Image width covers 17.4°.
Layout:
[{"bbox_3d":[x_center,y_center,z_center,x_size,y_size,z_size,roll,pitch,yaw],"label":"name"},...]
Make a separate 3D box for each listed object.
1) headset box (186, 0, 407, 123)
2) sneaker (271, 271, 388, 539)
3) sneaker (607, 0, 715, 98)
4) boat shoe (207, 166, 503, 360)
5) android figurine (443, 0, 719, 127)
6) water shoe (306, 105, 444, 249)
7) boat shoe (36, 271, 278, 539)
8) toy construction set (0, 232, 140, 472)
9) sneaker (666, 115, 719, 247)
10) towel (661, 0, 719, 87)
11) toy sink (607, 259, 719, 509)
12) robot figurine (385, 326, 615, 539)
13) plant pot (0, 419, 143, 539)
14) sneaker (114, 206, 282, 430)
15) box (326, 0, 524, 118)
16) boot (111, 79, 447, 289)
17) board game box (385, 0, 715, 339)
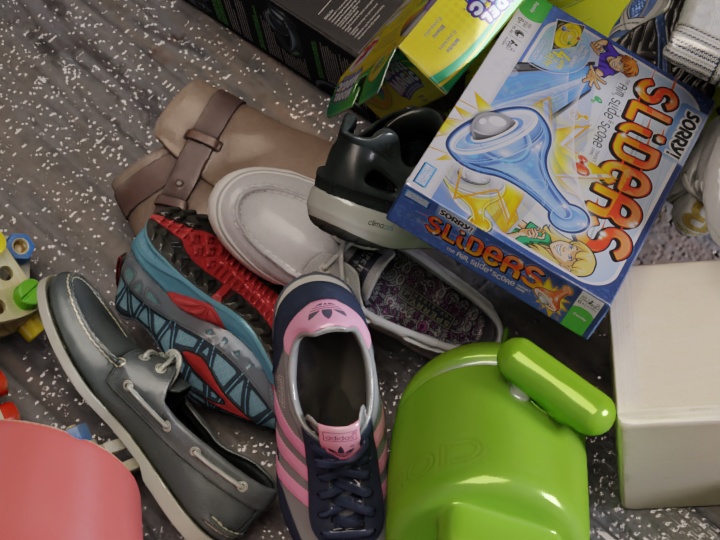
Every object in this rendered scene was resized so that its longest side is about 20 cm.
[{"bbox_3d":[-0.015,-0.226,1.591,0.200,0.093,0.174,34,72,21],"label":"headset box"},{"bbox_3d":[-0.017,0.106,1.381,0.070,0.082,0.200,-11,104,-4],"label":"sneaker"},{"bbox_3d":[0.195,-0.139,1.499,0.076,0.077,0.200,37,85,-5],"label":"sneaker"},{"bbox_3d":[0.000,0.000,1.443,0.200,0.069,0.072,36,80,-13],"label":"boat shoe"},{"bbox_3d":[0.151,-0.116,1.548,0.200,0.041,0.182,-22,63,-7],"label":"android figurine"},{"bbox_3d":[0.045,-0.057,1.424,0.071,0.200,0.079,25,105,25],"label":"water shoe"},{"bbox_3d":[-0.122,0.076,1.440,0.062,0.073,0.200,-36,84,18],"label":"boat shoe"},{"bbox_3d":[-0.225,0.074,1.476,0.131,0.092,0.200,-20,68,-31],"label":"toy construction set"},{"bbox_3d":[0.227,-0.045,1.413,0.074,0.116,0.200,33,39,-2],"label":"sneaker"},{"bbox_3d":[0.293,-0.161,1.423,0.193,0.035,0.200,25,53,-1],"label":"towel"},{"bbox_3d":[0.248,0.062,1.396,0.200,0.130,0.112,-4,63,6],"label":"toy sink"},{"bbox_3d":[0.074,0.122,1.369,0.116,0.175,0.200,16,35,-8],"label":"robot figurine"},{"bbox_3d":[-0.207,0.196,1.359,0.200,0.200,0.177,1,53,7],"label":"plant pot"},{"bbox_3d":[-0.073,0.054,1.478,0.200,0.096,0.079,47,38,5],"label":"sneaker"},{"bbox_3d":[0.063,-0.165,1.455,0.048,0.117,0.200,44,74,-9],"label":"box"},{"bbox_3d":[-0.059,-0.071,1.527,0.200,0.070,0.146,-44,74,-8],"label":"boot"},{"bbox_3d":[0.115,-0.066,1.380,0.135,0.034,0.200,31,47,1],"label":"board game box"}]
